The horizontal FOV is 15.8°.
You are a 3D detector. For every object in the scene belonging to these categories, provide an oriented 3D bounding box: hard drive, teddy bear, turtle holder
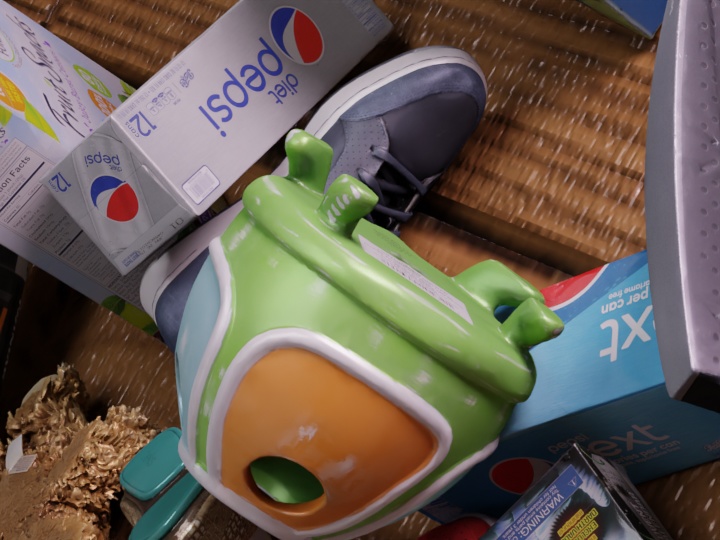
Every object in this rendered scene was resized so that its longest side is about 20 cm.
[{"bbox_3d":[0.167,-0.025,0.974,0.042,0.135,0.200,-46,33,51],"label":"hard drive"},{"bbox_3d":[-0.152,0.127,1.300,0.145,0.067,0.200,-55,28,-5],"label":"teddy bear"},{"bbox_3d":[-0.016,0.028,1.027,0.132,0.141,0.186,-56,37,5],"label":"turtle holder"}]

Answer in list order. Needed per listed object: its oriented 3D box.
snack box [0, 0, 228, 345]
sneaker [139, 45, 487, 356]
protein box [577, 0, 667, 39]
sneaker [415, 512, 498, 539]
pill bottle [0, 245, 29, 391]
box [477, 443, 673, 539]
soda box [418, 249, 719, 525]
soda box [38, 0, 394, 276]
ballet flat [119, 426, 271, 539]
[{"bbox_3d":[-0.158,-0.062,1.322,0.068,0.200,0.169,-49,37,13],"label":"snack box"},{"bbox_3d":[0.001,0.001,1.197,0.202,0.077,0.146,-42,43,12],"label":"sneaker"},{"bbox_3d":[0.092,-0.252,1.168,0.200,0.198,0.135,-55,35,3],"label":"protein box"},{"bbox_3d":[-0.033,0.159,1.081,0.200,0.112,0.071,-44,38,18],"label":"sneaker"},{"bbox_3d":[-0.240,0.036,1.391,0.106,0.106,0.200,-3,72,49],"label":"pill bottle"},{"bbox_3d":[0.057,0.184,0.996,0.200,0.040,0.137,-47,50,14],"label":"box"},{"bbox_3d":[0.097,0.046,1.055,0.200,0.064,0.068,-22,48,38],"label":"soda box"},{"bbox_3d":[-0.066,-0.082,1.259,0.068,0.063,0.200,-37,7,42],"label":"soda box"},{"bbox_3d":[-0.066,0.112,1.153,0.071,0.065,0.200,-43,9,0],"label":"ballet flat"}]
